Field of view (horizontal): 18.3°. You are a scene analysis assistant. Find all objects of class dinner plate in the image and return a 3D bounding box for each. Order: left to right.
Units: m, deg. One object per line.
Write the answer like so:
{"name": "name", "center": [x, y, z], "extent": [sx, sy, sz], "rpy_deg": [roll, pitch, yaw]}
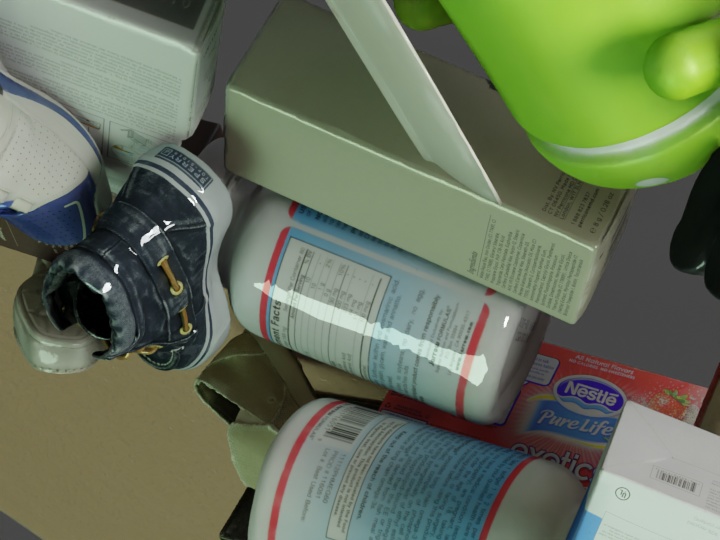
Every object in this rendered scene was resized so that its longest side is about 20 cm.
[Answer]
{"name": "dinner plate", "center": [0.003, -0.110, 0.983], "extent": [0.200, 0.024, 0.200], "rpy_deg": [58, -176, -7]}

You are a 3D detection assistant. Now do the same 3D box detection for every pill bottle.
{"name": "pill bottle", "center": [0.000, 0.000, 1.209], "extent": [0.200, 0.109, 0.109], "rpy_deg": [22, 151, 15]}
{"name": "pill bottle", "center": [0.050, 0.143, 1.184], "extent": [0.200, 0.109, 0.109], "rpy_deg": [14, 148, 25]}

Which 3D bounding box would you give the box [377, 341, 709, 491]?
{"name": "box", "center": [0.115, 0.110, 1.290], "extent": [0.200, 0.103, 0.095], "rpy_deg": [15, 150, 23]}

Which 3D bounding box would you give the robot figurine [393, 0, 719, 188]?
{"name": "robot figurine", "center": [0.098, -0.116, 0.920], "extent": [0.175, 0.116, 0.200], "rpy_deg": [18, 153, 46]}

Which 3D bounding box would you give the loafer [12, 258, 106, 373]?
{"name": "loafer", "center": [-0.176, 0.030, 1.358], "extent": [0.070, 0.070, 0.200], "rpy_deg": [9, -165, -4]}

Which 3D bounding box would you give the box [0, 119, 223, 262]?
{"name": "box", "center": [-0.172, -0.057, 1.315], "extent": [0.200, 0.075, 0.100], "rpy_deg": [19, 150, 22]}

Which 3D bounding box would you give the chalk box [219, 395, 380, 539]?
{"name": "chalk box", "center": [0.037, 0.173, 1.439], "extent": [0.200, 0.125, 0.124], "rpy_deg": [8, 145, 37]}

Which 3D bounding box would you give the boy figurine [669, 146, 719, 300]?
{"name": "boy figurine", "center": [0.226, 0.006, 0.932], "extent": [0.200, 0.065, 0.124], "rpy_deg": [21, -170, -27]}

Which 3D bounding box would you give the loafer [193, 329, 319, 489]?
{"name": "loafer", "center": [-0.042, 0.115, 1.379], "extent": [0.200, 0.068, 0.076], "rpy_deg": [54, 170, 44]}

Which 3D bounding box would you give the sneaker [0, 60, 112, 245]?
{"name": "sneaker", "center": [-0.206, -0.055, 1.067], "extent": [0.080, 0.115, 0.199], "rpy_deg": [7, 151, 28]}

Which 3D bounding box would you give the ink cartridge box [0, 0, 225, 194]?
{"name": "ink cartridge box", "center": [-0.170, -0.114, 1.107], "extent": [0.200, 0.044, 0.174], "rpy_deg": [21, 156, 1]}

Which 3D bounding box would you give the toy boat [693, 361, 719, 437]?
{"name": "toy boat", "center": [0.237, 0.052, 1.068], "extent": [0.130, 0.131, 0.200], "rpy_deg": [23, 110, 6]}

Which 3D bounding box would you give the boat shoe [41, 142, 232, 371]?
{"name": "boat shoe", "center": [-0.120, 0.016, 1.156], "extent": [0.071, 0.091, 0.200], "rpy_deg": [37, 155, 14]}

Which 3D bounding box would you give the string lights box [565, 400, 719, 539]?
{"name": "string lights box", "center": [0.134, 0.168, 1.049], "extent": [0.103, 0.059, 0.200], "rpy_deg": [22, 126, 6]}

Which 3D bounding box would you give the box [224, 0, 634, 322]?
{"name": "box", "center": [0.035, -0.055, 1.114], "extent": [0.200, 0.068, 0.082], "rpy_deg": [25, 152, 9]}
